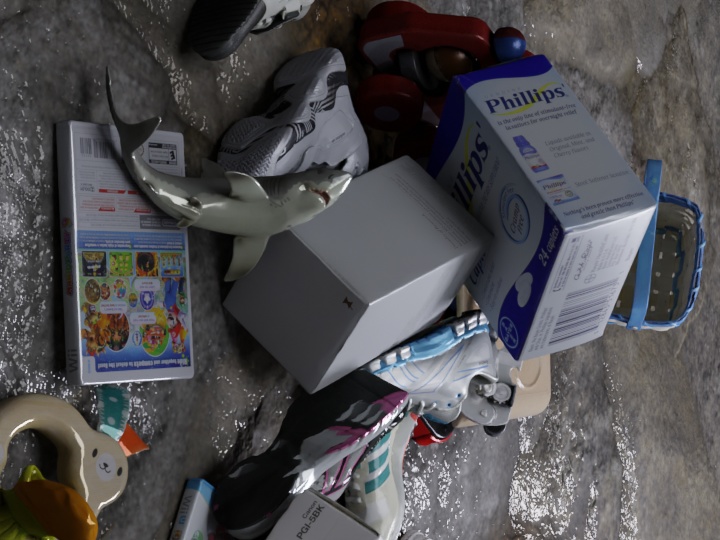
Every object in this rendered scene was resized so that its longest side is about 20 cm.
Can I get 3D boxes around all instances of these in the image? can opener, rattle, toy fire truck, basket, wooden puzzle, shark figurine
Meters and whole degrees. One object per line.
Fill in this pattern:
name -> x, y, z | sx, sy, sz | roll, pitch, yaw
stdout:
can opener -> 0.137, 0.059, 1.890 | 0.066, 0.052, 0.201 | 105, -1, -78
rattle -> -0.189, 0.136, 1.420 | 0.199, 0.143, 0.131 | -12, 76, -49
toy fire truck -> 0.094, -0.180, 1.825 | 0.200, 0.167, 0.113 | 48, 40, -46
basket -> 0.320, -0.014, 2.206 | 0.200, 0.138, 0.177 | 89, 11, -72
wooden puzzle -> 0.136, 0.053, 1.963 | 0.185, 0.046, 0.201 | -1, 95, -57
shark figurine -> -0.130, -0.076, 1.556 | 0.214, 0.128, 0.090 | 19, 33, -29

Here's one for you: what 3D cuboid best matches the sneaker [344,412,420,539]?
sneaker -> -0.004, 0.171, 1.791 | 0.093, 0.070, 0.201 | 20, 76, -34

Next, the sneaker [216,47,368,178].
sneaker -> -0.051, -0.100, 1.694 | 0.200, 0.075, 0.115 | -59, 133, -45

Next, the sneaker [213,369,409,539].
sneaker -> -0.040, 0.169, 1.660 | 0.200, 0.080, 0.087 | -37, 140, -17

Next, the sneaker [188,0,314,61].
sneaker -> -0.077, -0.235, 1.656 | 0.089, 0.074, 0.201 | 59, 44, -36

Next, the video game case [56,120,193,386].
video game case -> -0.184, -0.013, 1.525 | 0.143, 0.018, 0.201 | 1, 85, -58

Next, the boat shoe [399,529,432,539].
boat shoe -> 0.055, 0.350, 1.863 | 0.071, 0.069, 0.201 | 35, 60, -50

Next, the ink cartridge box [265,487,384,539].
ink cartridge box -> -0.031, 0.293, 1.633 | 0.147, 0.083, 0.200 | -54, 153, -14

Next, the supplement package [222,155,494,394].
supplement package -> 0.000, 0.000, 1.683 | 0.200, 0.117, 0.117 | -27, 156, -50

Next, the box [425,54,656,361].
box -> 0.152, -0.057, 1.748 | 0.104, 0.200, 0.184 | -15, 144, -25

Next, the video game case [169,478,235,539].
video game case -> -0.129, 0.294, 1.619 | 0.143, 0.018, 0.201 | 45, 52, -47

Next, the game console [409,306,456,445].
game console -> 0.067, 0.054, 1.931 | 0.177, 0.031, 0.201 | 54, 45, -35

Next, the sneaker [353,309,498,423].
sneaker -> 0.050, 0.104, 1.753 | 0.199, 0.075, 0.087 | -22, 93, -30
